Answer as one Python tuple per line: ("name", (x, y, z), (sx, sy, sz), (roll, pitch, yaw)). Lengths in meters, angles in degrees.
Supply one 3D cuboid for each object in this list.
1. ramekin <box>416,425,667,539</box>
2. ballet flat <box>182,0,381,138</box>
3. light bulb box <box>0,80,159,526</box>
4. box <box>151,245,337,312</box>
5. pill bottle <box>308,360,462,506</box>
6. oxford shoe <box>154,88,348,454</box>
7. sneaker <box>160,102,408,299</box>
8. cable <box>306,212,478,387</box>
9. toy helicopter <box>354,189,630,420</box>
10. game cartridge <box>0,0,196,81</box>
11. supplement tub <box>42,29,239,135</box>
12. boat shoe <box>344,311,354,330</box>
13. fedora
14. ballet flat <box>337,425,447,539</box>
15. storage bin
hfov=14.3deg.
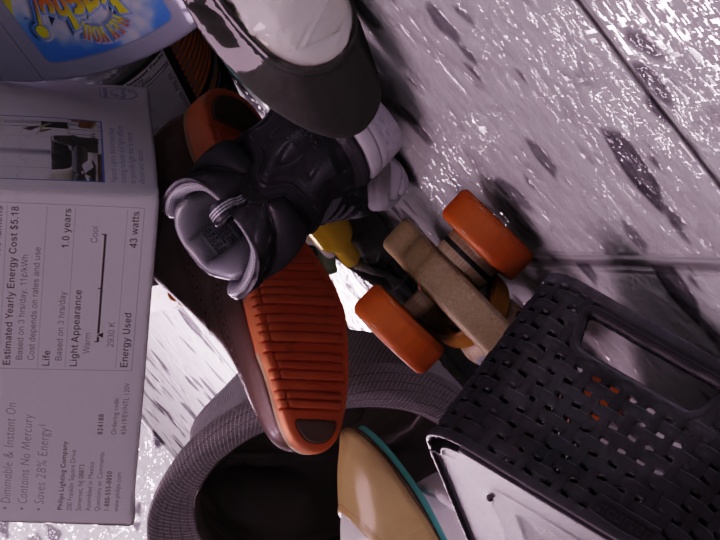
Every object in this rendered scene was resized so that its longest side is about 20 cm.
("ramekin", (0.127, 0.157, 1.489), (0.201, 0.098, 0.201), (47, 169, 12))
("ballet flat", (-0.054, -0.142, 1.277), (0.200, 0.068, 0.068), (49, 155, -10))
("light bulb box", (-0.209, 0.014, 1.461), (0.125, 0.199, 0.199), (-103, 18, -60))
("box", (-0.103, -0.002, 1.637), (0.200, 0.144, 0.037), (2, -104, -78))
("pill bottle", (0.031, 0.133, 1.772), (0.111, 0.111, 0.200), (46, 169, 19))
("oxford shoe", (-0.062, 0.010, 1.491), (0.071, 0.073, 0.201), (11, -124, -50))
("sneaker", (-0.040, -0.041, 1.423), (0.076, 0.114, 0.200), (50, 174, 7))
("cable", (0.000, 0.000, 1.597), (0.200, 0.050, 0.097), (55, 173, -28))
("toy helicopter", (0.061, 0.022, 1.420), (0.132, 0.079, 0.200), (43, -178, -12))
("game cartridge", (-0.142, -0.160, 1.395), (0.200, 0.041, 0.133), (-15, 123, 43))
("supplement tub", (-0.142, -0.116, 1.584), (0.123, 0.122, 0.200), (43, 168, 32))
("boat shoe", (-0.043, 0.045, 1.721), (0.065, 0.073, 0.200), (23, 172, 18))
("fedora", (-0.029, 0.100, 1.616), (0.090, 0.199, 0.177), (-108, -9, -47))
("ballet flat", (0.030, 0.169, 1.492), (0.200, 0.063, 0.069), (56, 168, -27))
("storage bin", (0.121, 0.106, 1.267), (0.135, 0.094, 0.200), (30, 163, 25))
